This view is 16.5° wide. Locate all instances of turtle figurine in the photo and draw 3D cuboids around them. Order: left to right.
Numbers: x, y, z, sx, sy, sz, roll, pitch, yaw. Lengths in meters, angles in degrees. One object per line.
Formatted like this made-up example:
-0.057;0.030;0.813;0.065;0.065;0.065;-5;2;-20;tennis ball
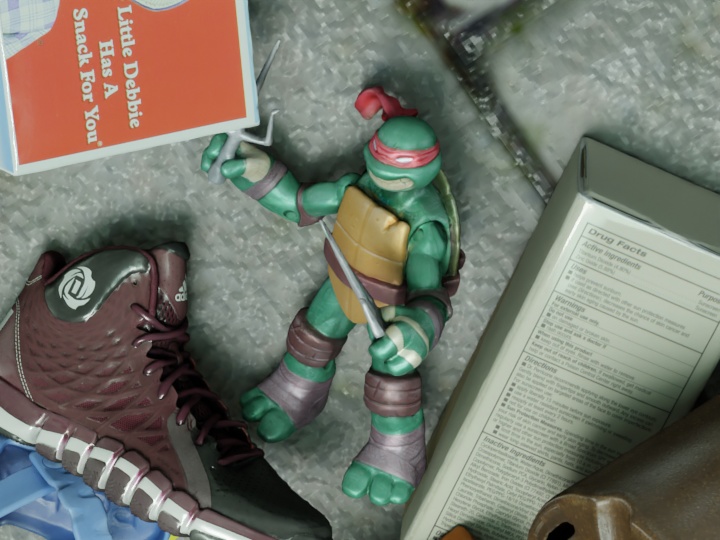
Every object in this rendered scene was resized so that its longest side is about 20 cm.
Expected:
0.000;0.000;1.104;0.101;0.150;0.200;-15;130;-28;turtle figurine

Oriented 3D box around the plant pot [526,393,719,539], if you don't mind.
0.190;0.124;1.051;0.198;0.200;0.201;-22;114;-26;plant pot

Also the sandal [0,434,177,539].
-0.183;0.112;1.186;0.200;0.087;0.080;4;115;6;sandal

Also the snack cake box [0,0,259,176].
-0.114;-0.150;1.021;0.115;0.067;0.200;-14;110;-28;snack cake box

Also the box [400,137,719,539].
0.100;0.051;1.136;0.095;0.078;0.200;24;113;-5;box

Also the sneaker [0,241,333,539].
-0.085;0.050;1.129;0.200;0.076;0.116;26;94;19;sneaker

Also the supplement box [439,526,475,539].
-0.010;0.204;1.105;0.200;0.067;0.069;-39;107;0;supplement box
